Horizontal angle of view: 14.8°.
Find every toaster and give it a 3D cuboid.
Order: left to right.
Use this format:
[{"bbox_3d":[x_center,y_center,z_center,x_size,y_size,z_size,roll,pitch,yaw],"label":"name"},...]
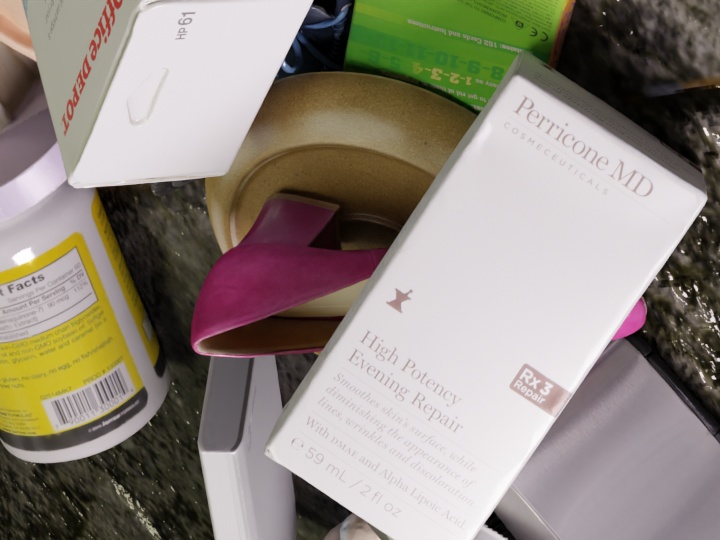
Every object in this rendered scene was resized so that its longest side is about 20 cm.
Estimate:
[{"bbox_3d":[0.120,0.139,1.335,0.181,0.119,0.200,50,151,2],"label":"toaster"}]

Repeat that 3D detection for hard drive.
[{"bbox_3d":[-0.062,0.123,1.587,0.026,0.132,0.201,0,134,6],"label":"hard drive"}]

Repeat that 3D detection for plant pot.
[{"bbox_3d":[0.012,-0.009,1.327,0.199,0.028,0.201,16,138,15],"label":"plant pot"}]

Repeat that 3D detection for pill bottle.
[{"bbox_3d":[-0.196,0.004,1.649,0.114,0.114,0.201,16,135,47],"label":"pill bottle"}]

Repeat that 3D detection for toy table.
[{"bbox_3d":[-0.223,-0.115,1.510,0.117,0.184,0.200,54,166,-26],"label":"toy table"}]

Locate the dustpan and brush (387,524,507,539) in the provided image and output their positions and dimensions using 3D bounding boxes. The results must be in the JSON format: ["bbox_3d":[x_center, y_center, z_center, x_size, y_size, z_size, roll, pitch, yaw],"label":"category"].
[{"bbox_3d":[0.037,0.144,1.296,0.200,0.057,0.140,36,147,14],"label":"dustpan and brush"}]

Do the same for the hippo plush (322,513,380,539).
[{"bbox_3d":[-0.003,0.238,1.580,0.159,0.161,0.200,46,151,11],"label":"hippo plush"}]

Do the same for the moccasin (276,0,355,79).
[{"bbox_3d":[-0.028,-0.148,1.281,0.080,0.068,0.200,41,149,20],"label":"moccasin"}]

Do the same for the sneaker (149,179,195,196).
[{"bbox_3d":[-0.099,-0.120,1.418,0.091,0.076,0.200,52,150,17],"label":"sneaker"}]

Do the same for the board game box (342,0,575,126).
[{"bbox_3d":[0.040,-0.091,1.267,0.095,0.030,0.200,27,143,10],"label":"board game box"}]

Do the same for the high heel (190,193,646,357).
[{"bbox_3d":[0.024,0.021,1.255,0.199,0.096,0.068,16,138,15],"label":"high heel"}]

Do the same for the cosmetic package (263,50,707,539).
[{"bbox_3d":[0.054,0.017,1.199,0.101,0.201,0.074,32,-167,-2],"label":"cosmetic package"}]

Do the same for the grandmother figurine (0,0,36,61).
[{"bbox_3d":[-0.219,-0.163,1.378,0.199,0.061,0.121,24,-179,17],"label":"grandmother figurine"}]

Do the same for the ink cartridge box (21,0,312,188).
[{"bbox_3d":[-0.101,-0.159,1.259,0.145,0.084,0.201,121,140,-53],"label":"ink cartridge box"}]
